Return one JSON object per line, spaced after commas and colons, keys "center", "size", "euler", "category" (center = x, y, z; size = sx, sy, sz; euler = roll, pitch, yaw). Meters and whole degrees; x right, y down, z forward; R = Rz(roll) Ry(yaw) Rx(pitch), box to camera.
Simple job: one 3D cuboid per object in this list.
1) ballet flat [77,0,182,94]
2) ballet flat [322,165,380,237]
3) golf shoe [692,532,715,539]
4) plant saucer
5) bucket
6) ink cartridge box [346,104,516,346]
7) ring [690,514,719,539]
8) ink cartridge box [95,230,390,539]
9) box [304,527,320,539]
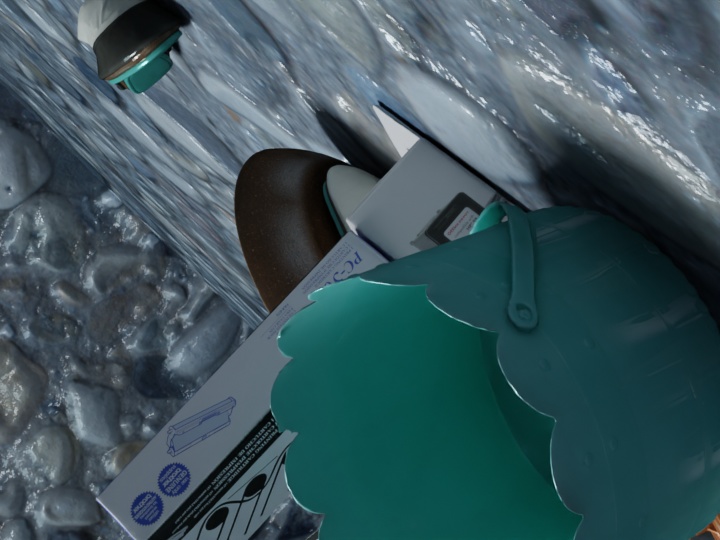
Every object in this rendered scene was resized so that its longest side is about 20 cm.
{"center": [-0.172, -0.168, 1.384], "size": [0.069, 0.068, 0.200], "euler": [51, 172, -4], "category": "ballet flat"}
{"center": [0.049, 0.010, 1.189], "size": [0.201, 0.069, 0.069], "euler": [62, 176, 10], "category": "ballet flat"}
{"center": [0.176, 0.153, 1.368], "size": [0.198, 0.092, 0.075], "euler": [20, -175, -12], "category": "golf shoe"}
{"center": [0.000, 0.000, 1.229], "size": [0.200, 0.037, 0.201], "euler": [39, -147, -32], "category": "plant saucer"}
{"center": [0.069, 0.072, 0.896], "size": [0.206, 0.134, 0.209], "euler": [28, 129, 40], "category": "bucket"}
{"center": [0.068, 0.005, 1.072], "size": [0.200, 0.067, 0.116], "euler": [39, 172, 30], "category": "ink cartridge box"}
{"center": [0.231, 0.204, 1.251], "size": [0.200, 0.019, 0.202], "euler": [155, 90, -88], "category": "ring"}
{"center": [-0.048, 0.079, 1.060], "size": [0.044, 0.200, 0.094], "euler": [39, 172, 27], "category": "ink cartridge box"}
{"center": [0.060, 0.242, 1.543], "size": [0.124, 0.200, 0.149], "euler": [-6, -119, -48], "category": "box"}
